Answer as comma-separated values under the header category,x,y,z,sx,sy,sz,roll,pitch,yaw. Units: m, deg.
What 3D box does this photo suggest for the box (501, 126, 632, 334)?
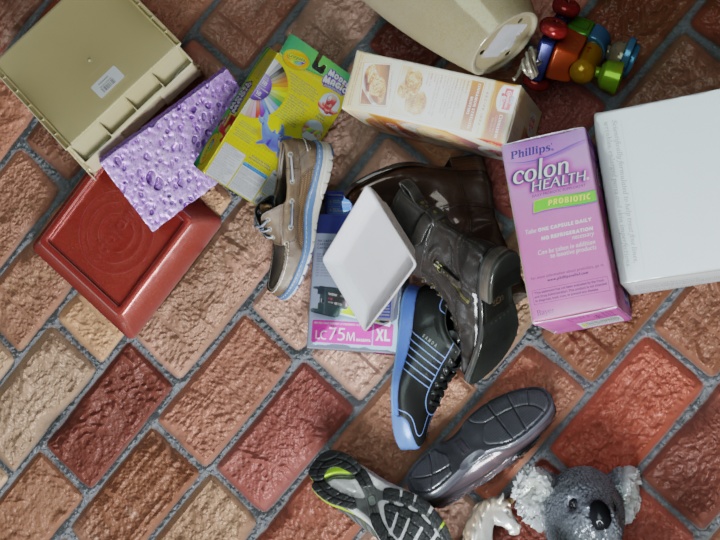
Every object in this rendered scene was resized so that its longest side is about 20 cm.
category,x,y,z,sx,sy,sz,roll,pitch,yaw
box,0.235,-0.039,1.515,0.096,0.176,0.202,-12,80,15

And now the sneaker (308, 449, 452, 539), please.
category,x,y,z,sx,sy,sz,roll,pitch,yaw
sneaker,0.032,0.284,1.584,0.200,0.081,0.074,35,81,25

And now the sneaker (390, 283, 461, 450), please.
category,x,y,z,sx,sy,sz,roll,pitch,yaw
sneaker,0.084,0.115,1.597,0.077,0.070,0.202,2,85,21

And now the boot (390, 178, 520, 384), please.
category,x,y,z,sx,sy,sz,roll,pitch,yaw
boot,0.095,0.012,1.516,0.174,0.069,0.201,31,130,34

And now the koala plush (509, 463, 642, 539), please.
category,x,y,z,sx,sy,sz,roll,pitch,yaw
koala plush,0.248,0.310,1.492,0.176,0.184,0.201,-3,67,-7

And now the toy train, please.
category,x,y,z,sx,sy,sz,roll,pitch,yaw
toy train,0.248,-0.231,1.532,0.115,0.200,0.085,21,125,9

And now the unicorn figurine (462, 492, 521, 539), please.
category,x,y,z,sx,sy,sz,roll,pitch,yaw
unicorn figurine,0.135,0.351,1.551,0.200,0.074,0.138,-35,65,16

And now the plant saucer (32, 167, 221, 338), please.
category,x,y,z,sx,sy,sz,roll,pitch,yaw
plant saucer,-0.312,-0.049,1.748,0.200,0.037,0.200,40,95,17

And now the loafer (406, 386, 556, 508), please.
category,x,y,z,sx,sy,sz,roll,pitch,yaw
loafer,0.147,0.210,1.583,0.199,0.063,0.072,-35,46,5

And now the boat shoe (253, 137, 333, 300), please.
category,x,y,z,sx,sy,sz,roll,pitch,yaw
boat shoe,-0.093,-0.066,1.650,0.072,0.072,0.201,11,93,-23

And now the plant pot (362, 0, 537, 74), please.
category,x,y,z,sx,sy,sz,roll,pitch,yaw
plant pot,0.101,-0.322,1.509,0.187,0.187,0.200,-40,69,8

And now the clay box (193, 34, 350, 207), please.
category,x,y,z,sx,sy,sz,roll,pitch,yaw
clay box,-0.104,-0.183,1.664,0.201,0.115,0.048,-57,30,2

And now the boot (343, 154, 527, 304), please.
category,x,y,z,sx,sy,sz,roll,pitch,yaw
boot,0.089,-0.029,1.582,0.185,0.064,0.201,-12,73,-6

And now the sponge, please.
category,x,y,z,sx,sy,sz,roll,pitch,yaw
sponge,-0.214,-0.152,1.684,0.200,0.030,0.112,-37,109,-5

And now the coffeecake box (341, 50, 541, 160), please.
category,x,y,z,sx,sy,sz,roll,pitch,yaw
coffeecake box,0.099,-0.189,1.582,0.199,0.153,0.074,15,89,17

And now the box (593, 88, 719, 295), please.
category,x,y,z,sx,sy,sz,roll,pitch,yaw
box,0.377,-0.088,1.502,0.199,0.131,0.200,-9,81,15

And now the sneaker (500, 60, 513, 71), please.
category,x,y,z,sx,sy,sz,roll,pitch,yaw
sneaker,0.132,-0.333,1.630,0.082,0.074,0.200,-42,75,13

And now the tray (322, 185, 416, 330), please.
category,x,y,z,sx,sy,sz,roll,pitch,yaw
tray,0.014,-0.013,1.549,0.022,0.200,0.108,-26,76,-26

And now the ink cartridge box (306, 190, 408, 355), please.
category,x,y,z,sx,sy,sz,roll,pitch,yaw
ink cartridge box,0.000,0.000,1.651,0.118,0.042,0.202,3,83,16

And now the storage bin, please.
category,x,y,z,sx,sy,sz,roll,pitch,yaw
storage bin,-0.332,-0.253,1.726,0.200,0.094,0.199,-43,73,-4
